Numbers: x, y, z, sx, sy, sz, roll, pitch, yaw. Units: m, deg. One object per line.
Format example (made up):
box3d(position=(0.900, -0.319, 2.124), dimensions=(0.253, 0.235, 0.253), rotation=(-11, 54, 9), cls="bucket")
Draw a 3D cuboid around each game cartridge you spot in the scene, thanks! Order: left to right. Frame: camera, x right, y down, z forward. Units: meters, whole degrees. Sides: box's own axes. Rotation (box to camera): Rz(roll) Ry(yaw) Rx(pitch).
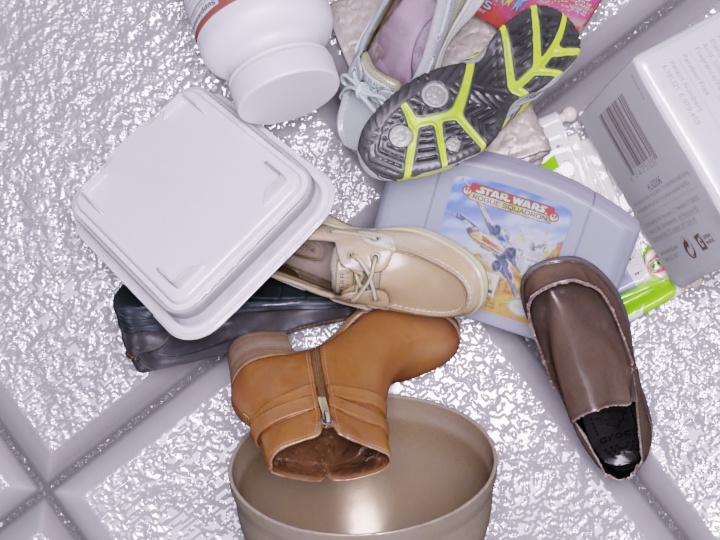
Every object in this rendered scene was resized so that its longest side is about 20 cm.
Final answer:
box3d(position=(0.109, -0.022, 0.957), dimensions=(0.199, 0.042, 0.134), rotation=(18, 122, 7), cls="game cartridge")

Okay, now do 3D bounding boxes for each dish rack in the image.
box3d(position=(-0.135, -0.058, 0.965), dimensions=(0.172, 0.044, 0.200), rotation=(-46, 53, -6), cls="dish rack")

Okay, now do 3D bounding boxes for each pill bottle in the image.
box3d(position=(-0.087, -0.225, 0.976), dimensions=(0.112, 0.112, 0.201), rotation=(-20, 75, 2), cls="pill bottle")

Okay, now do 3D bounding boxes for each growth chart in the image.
box3d(position=(0.167, -0.033, 1.008), dimensions=(0.144, 0.018, 0.200), rotation=(-34, 83, 1), cls="growth chart")

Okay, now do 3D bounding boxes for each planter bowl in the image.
box3d(position=(0.004, 0.199, 0.927), dimensions=(0.199, 0.200, 0.135), rotation=(-1, 112, 4), cls="planter bowl")

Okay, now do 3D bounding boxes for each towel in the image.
box3d(position=(0.064, -0.155, 1.009), dimensions=(0.132, 0.034, 0.201), rotation=(-21, 78, 2), cls="towel")

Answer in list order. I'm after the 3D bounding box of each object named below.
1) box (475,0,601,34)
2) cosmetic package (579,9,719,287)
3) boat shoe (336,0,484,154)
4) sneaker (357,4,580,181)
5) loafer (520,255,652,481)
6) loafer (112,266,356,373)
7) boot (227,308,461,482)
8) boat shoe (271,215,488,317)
box3d(position=(0.108, -0.271, 0.968), dimensions=(0.200, 0.096, 0.100), rotation=(30, 63, 0), cls="box")
box3d(position=(0.306, -0.112, 0.920), dimensions=(0.200, 0.167, 0.167), rotation=(-29, 85, -5), cls="cosmetic package")
box3d(position=(0.030, -0.172, 0.933), dimensions=(0.074, 0.065, 0.202), rotation=(48, 125, 20), cls="boat shoe")
box3d(position=(0.083, -0.122, 0.927), dimensions=(0.200, 0.076, 0.076), rotation=(-33, 81, -18), cls="sneaker")
box3d(position=(0.181, 0.078, 0.928), dimensions=(0.073, 0.071, 0.200), rotation=(-22, 115, 16), cls="loafer")
box3d(position=(-0.099, 0.040, 1.002), dimensions=(0.199, 0.073, 0.073), rotation=(-4, 117, -2), cls="loafer")
box3d(position=(0.003, 0.096, 0.926), dimensions=(0.199, 0.155, 0.074), rotation=(-10, 119, -13), cls="boot")
box3d(position=(0.000, 0.000, 0.942), dimensions=(0.199, 0.065, 0.072), rotation=(17, 119, 24), cls="boat shoe")
